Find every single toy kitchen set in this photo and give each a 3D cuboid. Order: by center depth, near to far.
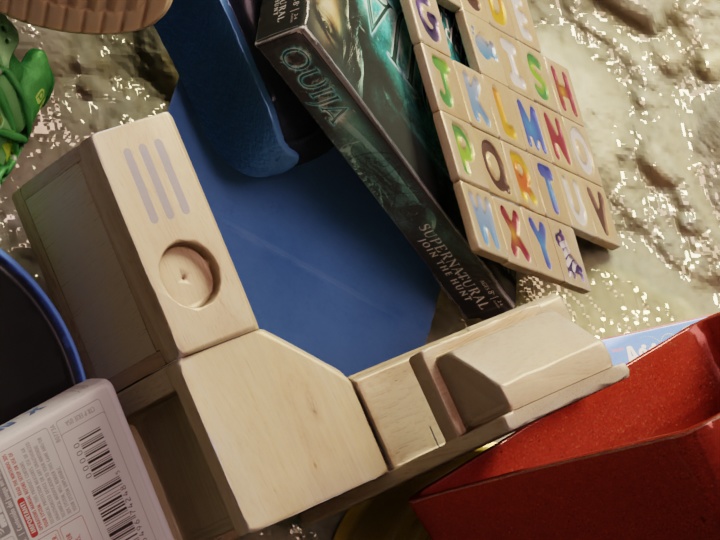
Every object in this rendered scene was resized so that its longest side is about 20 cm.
[{"bbox_3d":[0.000,0.000,1.166,0.199,0.163,0.181,-20,85,-37],"label":"toy kitchen set"}]

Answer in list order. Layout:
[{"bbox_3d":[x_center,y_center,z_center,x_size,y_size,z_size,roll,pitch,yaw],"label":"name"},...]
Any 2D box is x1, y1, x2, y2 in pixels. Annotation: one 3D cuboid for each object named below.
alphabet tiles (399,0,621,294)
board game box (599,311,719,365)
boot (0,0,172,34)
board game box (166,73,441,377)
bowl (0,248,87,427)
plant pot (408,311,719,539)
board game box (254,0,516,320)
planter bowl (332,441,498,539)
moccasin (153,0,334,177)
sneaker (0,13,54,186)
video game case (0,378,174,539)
[{"bbox_3d":[0.073,-0.071,1.311,0.200,0.008,0.168,18,53,-62],"label":"alphabet tiles"},{"bbox_3d":[0.209,0.066,1.378,0.199,0.019,0.103,-11,70,-33],"label":"board game box"},{"bbox_3d":[-0.162,-0.190,1.230,0.199,0.073,0.167,25,30,-6],"label":"boot"},{"bbox_3d":[-0.041,0.000,1.269,0.158,0.039,0.201,28,59,-22],"label":"board game box"},{"bbox_3d":[-0.198,0.069,1.106,0.200,0.039,0.202,0,90,-31],"label":"bowl"},{"bbox_3d":[0.177,0.119,1.145,0.199,0.199,0.177,-27,93,-35],"label":"plant pot"},{"bbox_3d":[0.019,-0.088,1.263,0.200,0.028,0.136,51,32,-39],"label":"board game box"},{"bbox_3d":[0.087,0.159,1.236,0.199,0.083,0.202,11,63,-24],"label":"planter bowl"},{"bbox_3d":[-0.063,-0.140,1.252,0.068,0.080,0.201,-17,89,-42],"label":"moccasin"},{"bbox_3d":[-0.172,-0.068,1.206,0.083,0.074,0.201,0,67,-24],"label":"sneaker"},{"bbox_3d":[-0.139,0.171,1.099,0.182,0.022,0.201,-28,105,-33],"label":"video game case"}]
